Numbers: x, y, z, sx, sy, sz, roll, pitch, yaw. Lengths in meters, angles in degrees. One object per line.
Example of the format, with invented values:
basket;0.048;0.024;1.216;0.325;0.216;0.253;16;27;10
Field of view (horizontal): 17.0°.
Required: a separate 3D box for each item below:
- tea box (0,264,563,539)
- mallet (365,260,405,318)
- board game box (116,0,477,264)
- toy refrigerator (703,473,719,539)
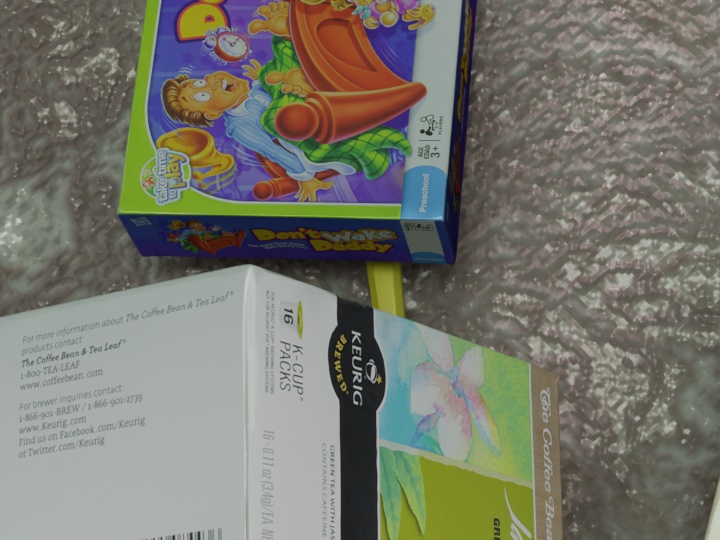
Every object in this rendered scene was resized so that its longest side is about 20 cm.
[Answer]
tea box;-0.057;0.094;0.864;0.200;0.197;0.134;-12;72;34
mallet;0.000;0.000;1.004;0.066;0.041;0.200;-15;69;5
board game box;-0.021;-0.103;1.010;0.134;0.045;0.200;1;67;10
toy refrigerator;0.166;0.115;0.930;0.070;0.076;0.200;13;76;10
